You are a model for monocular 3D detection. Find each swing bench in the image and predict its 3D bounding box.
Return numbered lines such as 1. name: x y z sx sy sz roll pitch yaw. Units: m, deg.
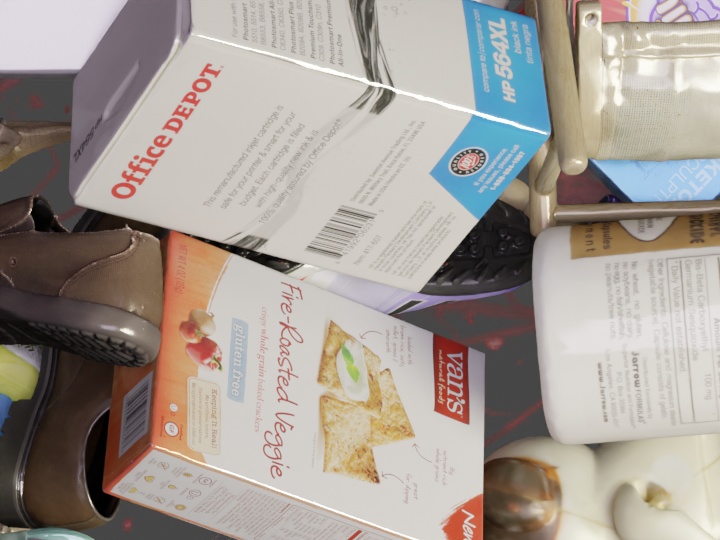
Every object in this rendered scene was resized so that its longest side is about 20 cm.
1. swing bench: 0.186 -0.131 1.544 0.198 0.130 0.201 -1 74 -5

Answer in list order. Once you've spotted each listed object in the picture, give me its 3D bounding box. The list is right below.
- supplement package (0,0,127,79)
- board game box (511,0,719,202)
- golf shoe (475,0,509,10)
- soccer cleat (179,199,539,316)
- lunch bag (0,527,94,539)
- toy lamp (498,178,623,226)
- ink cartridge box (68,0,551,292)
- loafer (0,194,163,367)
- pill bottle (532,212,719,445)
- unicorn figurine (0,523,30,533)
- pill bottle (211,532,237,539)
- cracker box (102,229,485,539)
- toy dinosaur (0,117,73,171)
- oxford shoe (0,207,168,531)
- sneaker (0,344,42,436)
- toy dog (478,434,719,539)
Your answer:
1. supplement package: -0.105 -0.162 1.563 0.199 0.121 0.120 -1 93 -6
2. board game box: 0.186 -0.138 1.631 0.153 0.040 0.200 44 88 -6
3. golf shoe: 0.042 -0.223 1.590 0.075 0.092 0.201 -14 95 -6
4. soccer cleat: 0.000 0.000 1.597 0.199 0.073 0.068 -4 57 2
5. lunch bag: -0.209 0.224 1.529 0.199 0.077 0.161 -12 117 9
6. toy lamp: 0.078 -0.043 1.618 0.199 0.058 0.058 28 90 -6
7. ink cartridge box: -0.028 -0.080 1.473 0.199 0.146 0.085 15 50 -23
8. loafer: -0.174 -0.002 1.512 0.199 0.073 0.071 12 73 31
9. pill bottle: 0.192 0.027 1.522 0.199 0.114 0.115 -5 93 7
10. unicorn figurine: -0.157 0.213 1.609 0.199 0.074 0.138 16 91 -22
11. pill bottle: -0.002 0.219 1.595 0.114 0.114 0.200 -31 95 -3
12. cracker box: -0.030 0.077 1.535 0.199 0.058 0.134 22 50 -25
13. toy dinosaur: -0.203 -0.067 1.571 0.199 0.101 0.058 -18 71 -1
14. oxford shoe: -0.127 0.046 1.575 0.084 0.073 0.201 4 73 31
15. sneaker: -0.271 0.066 1.582 0.199 0.076 0.106 14 92 -7
16. toy dog: 0.153 0.121 1.595 0.199 0.140 0.195 -19 85 -4
